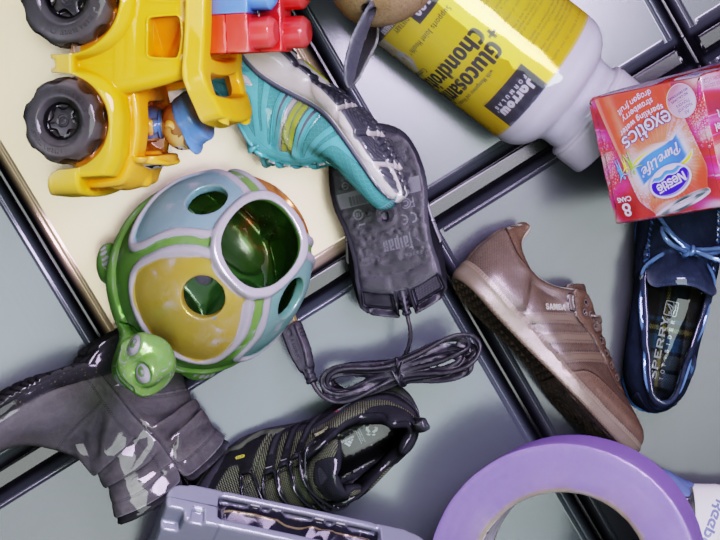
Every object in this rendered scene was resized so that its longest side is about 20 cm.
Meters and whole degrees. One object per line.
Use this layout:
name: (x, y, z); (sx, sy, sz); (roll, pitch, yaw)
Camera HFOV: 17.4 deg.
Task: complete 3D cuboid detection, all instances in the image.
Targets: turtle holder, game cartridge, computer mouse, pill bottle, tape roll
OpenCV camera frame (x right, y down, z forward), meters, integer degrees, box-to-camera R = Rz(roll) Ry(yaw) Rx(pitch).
turtle holder: (-0.115, 0.003, 1.671); (0.184, 0.131, 0.142); (-18, 87, -33)
game cartridge: (-0.064, 0.225, 1.729); (0.198, 0.041, 0.134); (14, 131, -13)
computer mouse: (0.000, 0.000, 1.752); (0.139, 0.046, 0.202); (-18, 86, 4)
pill bottle: (0.106, -0.164, 1.722); (0.199, 0.112, 0.112); (37, 89, -7)
tape roll: (0.153, 0.223, 1.718); (0.198, 0.085, 0.202); (0, 92, 12)

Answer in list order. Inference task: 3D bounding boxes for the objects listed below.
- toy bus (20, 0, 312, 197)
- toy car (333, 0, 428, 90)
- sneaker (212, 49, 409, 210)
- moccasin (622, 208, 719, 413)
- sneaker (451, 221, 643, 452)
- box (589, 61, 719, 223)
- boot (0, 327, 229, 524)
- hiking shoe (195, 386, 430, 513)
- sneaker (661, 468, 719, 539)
toy bus: (-0.130, -0.151, 1.660); (0.190, 0.136, 0.202); (2, 95, 13)
toy car: (-0.005, -0.224, 1.595); (0.156, 0.164, 0.202); (6, 94, 3)
sneaker: (-0.045, -0.105, 1.714); (0.200, 0.077, 0.080); (41, 101, 20)
moccasin: (0.246, 0.010, 1.773); (0.080, 0.068, 0.202); (4, 91, -7)
sneaker: (0.159, 0.051, 1.766); (0.076, 0.070, 0.200); (-45, 102, -12)
box: (0.266, -0.102, 1.700); (0.199, 0.099, 0.096); (-18, 97, -49)
boot: (-0.200, 0.131, 1.715); (0.199, 0.070, 0.132); (-28, 97, -15)
hiking shoe: (-0.043, 0.147, 1.732); (0.199, 0.101, 0.076); (-32, 96, -4)
sneaker: (0.276, 0.250, 1.789); (0.114, 0.081, 0.201); (-1, 93, -5)
